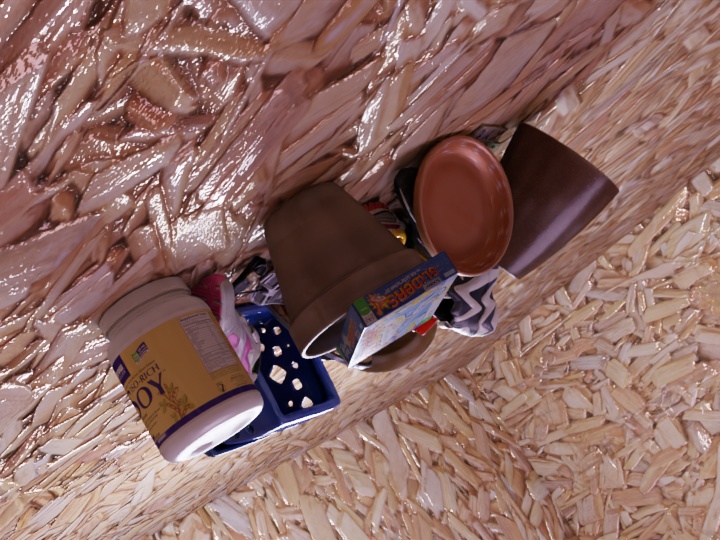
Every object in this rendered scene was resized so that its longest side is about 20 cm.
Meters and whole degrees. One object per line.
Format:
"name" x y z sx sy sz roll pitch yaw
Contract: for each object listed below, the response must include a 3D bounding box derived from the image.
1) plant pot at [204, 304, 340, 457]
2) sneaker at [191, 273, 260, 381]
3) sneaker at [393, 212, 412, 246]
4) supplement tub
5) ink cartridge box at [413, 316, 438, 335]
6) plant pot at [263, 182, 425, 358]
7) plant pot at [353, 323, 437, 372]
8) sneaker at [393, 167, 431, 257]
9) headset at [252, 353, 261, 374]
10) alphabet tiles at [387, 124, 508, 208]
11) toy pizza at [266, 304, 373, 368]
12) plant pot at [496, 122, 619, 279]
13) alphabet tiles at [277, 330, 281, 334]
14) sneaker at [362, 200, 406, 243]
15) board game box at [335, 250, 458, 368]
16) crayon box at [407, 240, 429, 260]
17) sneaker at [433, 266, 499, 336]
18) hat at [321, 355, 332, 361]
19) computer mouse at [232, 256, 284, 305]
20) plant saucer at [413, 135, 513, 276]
"plant pot" -0.181 0.180 1.683 0.179 0.201 0.200 -32 169 24
"sneaker" -0.186 0.090 1.456 0.088 0.081 0.201 -23 129 -38
"sneaker" 0.000 0.000 1.659 0.200 0.076 0.115 -42 175 -34
"supplement tub" -0.230 0.124 1.335 0.145 0.201 0.145 -31 167 -8
"ink cartridge box" 0.095 0.032 1.825 0.116 0.067 0.200 -46 -161 -4
"plant pot" -0.035 -0.011 1.367 0.199 0.174 0.200 -32 167 -8
"plant pot" 0.042 0.097 1.926 0.199 0.200 0.028 -31 139 -8
"sneaker" 0.096 -0.064 1.543 0.087 0.200 0.076 -6 -137 48
"headset" -0.243 0.129 1.518 0.199 0.124 0.094 -8 167 -6
"alphabet tiles" 0.134 -0.157 1.611 0.200 0.006 0.166 -40 166 25
"toy pizza" -0.059 0.085 1.640 0.032 0.200 0.200 -56 162 9
"plant pot" 0.264 -0.093 1.625 0.200 0.187 0.187 -55 165 4
"alphabet tiles" -0.043 0.049 1.941 0.199 0.008 0.167 -22 162 -43
"sneaker" -0.020 -0.018 1.517 0.200 0.082 0.078 -40 145 -9
"board game box" 0.041 0.052 1.316 0.135 0.035 0.200 -30 167 -14
"crayon box" 0.069 -0.004 1.720 0.200 0.058 0.173 -43 -163 37
"sneaker" 0.153 0.006 1.686 0.129 0.201 0.079 2 180 -39
"hat" -0.040 0.117 1.841 0.199 0.082 0.201 -1 180 0
"computer mouse" -0.132 0.018 1.541 0.110 0.044 0.200 -46 158 23
"plant saucer" 0.142 -0.091 1.504 0.200 0.201 0.037 -21 -170 -42
